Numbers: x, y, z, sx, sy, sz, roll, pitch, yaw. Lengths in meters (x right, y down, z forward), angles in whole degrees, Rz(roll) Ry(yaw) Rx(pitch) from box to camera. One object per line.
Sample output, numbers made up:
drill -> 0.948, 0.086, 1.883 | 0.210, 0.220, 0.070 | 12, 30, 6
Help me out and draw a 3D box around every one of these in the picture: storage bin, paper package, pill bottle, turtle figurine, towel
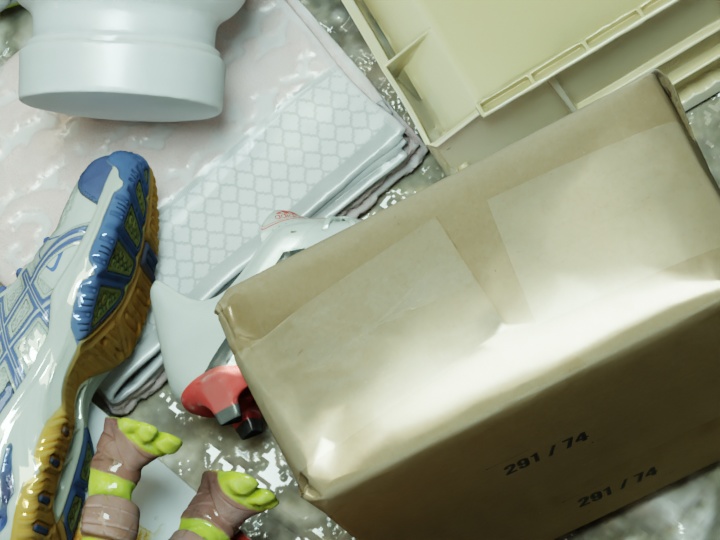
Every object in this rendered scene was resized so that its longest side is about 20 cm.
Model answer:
storage bin -> 0.085, -0.161, 1.233 | 0.198, 0.094, 0.200 | -31, 63, 4
paper package -> 0.071, 0.034, 1.099 | 0.200, 0.191, 0.104 | -27, 65, 6
pill bottle -> -0.105, -0.174, 1.229 | 0.115, 0.116, 0.201 | 2, 86, 18
turtle figurine -> -0.097, 0.154, 1.129 | 0.200, 0.064, 0.162 | 27, 72, -4
towel -> -0.098, -0.058, 1.280 | 0.200, 0.032, 0.191 | -41, 62, -4

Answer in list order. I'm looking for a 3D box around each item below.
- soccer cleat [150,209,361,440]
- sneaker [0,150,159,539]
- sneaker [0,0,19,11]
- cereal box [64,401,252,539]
soccer cleat -> 0.000, 0.000, 1.198 | 0.200, 0.069, 0.085 | -27, 73, 2
sneaker -> -0.153, 0.031, 1.193 | 0.088, 0.075, 0.201 | 11, 67, 18
sneaker -> -0.155, -0.204, 1.344 | 0.200, 0.076, 0.105 | -25, 51, -2
cereal box -> -0.138, 0.138, 1.205 | 0.200, 0.040, 0.144 | 37, 81, 27
